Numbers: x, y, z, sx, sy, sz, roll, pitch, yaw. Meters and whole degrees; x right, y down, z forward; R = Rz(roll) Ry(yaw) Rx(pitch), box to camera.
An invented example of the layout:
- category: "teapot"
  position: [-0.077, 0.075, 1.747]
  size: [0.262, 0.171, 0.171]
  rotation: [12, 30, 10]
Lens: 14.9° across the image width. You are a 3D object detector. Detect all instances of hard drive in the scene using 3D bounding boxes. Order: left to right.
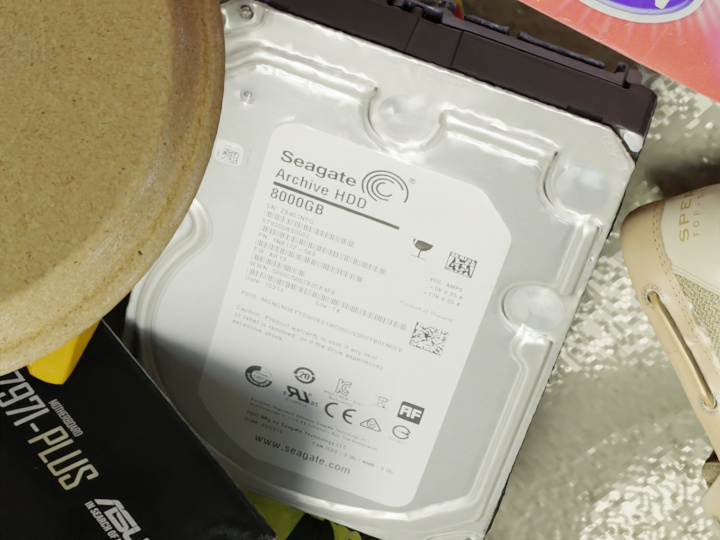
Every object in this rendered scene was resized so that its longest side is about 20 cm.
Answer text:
- category: "hard drive"
  position: [0.000, 0.000, 0.875]
  size: [0.139, 0.038, 0.200]
  rotation: [20, 131, 1]

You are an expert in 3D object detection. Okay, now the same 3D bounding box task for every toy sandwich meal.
- category: "toy sandwich meal"
  position: [-0.131, -0.046, 0.782]
  size: [0.205, 0.206, 0.070]
  rotation: [19, 169, 5]

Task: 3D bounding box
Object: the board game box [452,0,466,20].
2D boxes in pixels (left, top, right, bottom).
- category: "board game box"
  position: [-0.057, -0.055, 0.892]
  size: [0.199, 0.030, 0.096]
  rotation: [-7, 122, 20]

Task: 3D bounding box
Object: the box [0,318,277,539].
- category: "box"
  position: [-0.117, 0.111, 0.928]
  size: [0.164, 0.086, 0.200]
  rotation: [47, 145, 30]

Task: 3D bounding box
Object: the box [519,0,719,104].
- category: "box"
  position: [0.077, -0.121, 0.719]
  size: [0.200, 0.095, 0.103]
  rotation: [26, 119, -18]

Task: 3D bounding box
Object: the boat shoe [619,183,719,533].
- category: "boat shoe"
  position: [0.144, 0.060, 0.883]
  size: [0.064, 0.071, 0.200]
  rotation: [-13, 109, 31]

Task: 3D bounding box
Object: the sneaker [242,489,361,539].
- category: "sneaker"
  position: [0.003, 0.131, 0.980]
  size: [0.200, 0.076, 0.075]
  rotation: [43, 143, 9]
